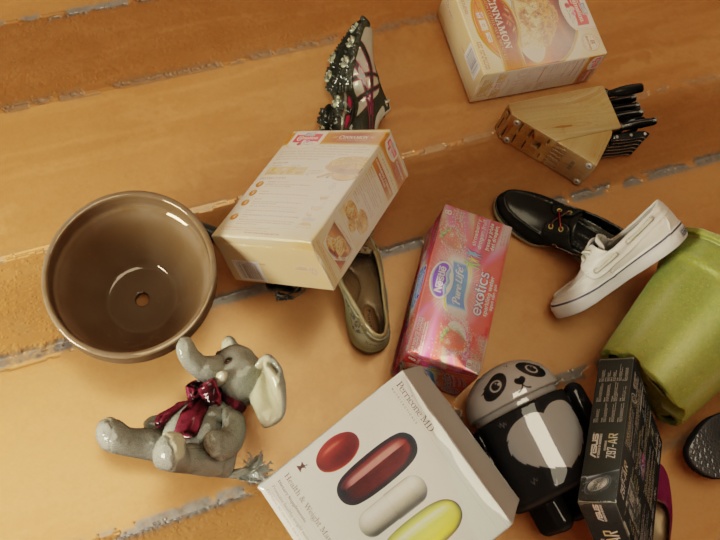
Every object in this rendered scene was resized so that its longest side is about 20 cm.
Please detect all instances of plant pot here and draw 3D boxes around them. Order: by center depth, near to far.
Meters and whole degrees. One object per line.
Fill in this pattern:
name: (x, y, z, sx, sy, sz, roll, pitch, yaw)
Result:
plant pot: (-0.261, 0.019, 1.115, 0.196, 0.093, 0.205, 1, 66, -3)
plant pot: (0.406, 0.083, 1.197, 0.184, 0.201, 0.200, -43, 82, -12)

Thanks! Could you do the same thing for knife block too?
knife block: (0.311, -0.221, 1.350, 0.198, 0.064, 0.177, 30, 66, 1)

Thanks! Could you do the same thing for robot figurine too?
robot figurine: (0.205, 0.204, 1.129, 0.149, 0.124, 0.203, -4, 64, -55)

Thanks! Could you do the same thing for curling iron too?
curling iron: (-0.155, -0.024, 1.196, 0.198, 0.026, 0.050, 31, 63, 1)

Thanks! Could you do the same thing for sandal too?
sandal: (0.484, 0.206, 1.239, 0.198, 0.043, 0.077, -28, 84, -30)

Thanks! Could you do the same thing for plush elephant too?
plush elephant: (-0.164, 0.144, 1.062, 0.198, 0.163, 0.158, 19, 78, -35)

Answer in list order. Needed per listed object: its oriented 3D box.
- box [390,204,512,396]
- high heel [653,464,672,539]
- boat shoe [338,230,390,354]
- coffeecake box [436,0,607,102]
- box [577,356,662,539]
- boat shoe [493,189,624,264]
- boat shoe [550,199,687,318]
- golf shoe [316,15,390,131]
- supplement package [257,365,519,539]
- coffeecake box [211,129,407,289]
box: (0.113, 0.037, 1.188, 0.093, 0.103, 0.203, 18, 68, -4)
high heel: (0.350, 0.319, 1.132, 0.066, 0.096, 0.204, 16, 67, -5)
boat shoe: (0.000, 0.000, 1.199, 0.072, 0.063, 0.203, -14, 72, -16)
coffeecake box: (0.230, -0.341, 1.373, 0.196, 0.073, 0.156, -13, 71, -17)
box: (0.303, 0.229, 1.102, 0.043, 0.162, 0.202, -6, 42, 29)
boat shoe: (0.274, -0.059, 1.282, 0.199, 0.063, 0.075, 27, 68, 1)
boat shoe: (0.312, -0.014, 1.210, 0.066, 0.199, 0.072, 50, 32, -3)
golf shoe: (-0.003, -0.245, 1.299, 0.087, 0.077, 0.204, 20, 67, -25)
supplement package: (0.035, 0.240, 1.030, 0.199, 0.147, 0.192, -39, 80, 7)
coffeecake box: (-0.057, -0.079, 1.147, 0.151, 0.074, 0.201, 4, 46, 35)
